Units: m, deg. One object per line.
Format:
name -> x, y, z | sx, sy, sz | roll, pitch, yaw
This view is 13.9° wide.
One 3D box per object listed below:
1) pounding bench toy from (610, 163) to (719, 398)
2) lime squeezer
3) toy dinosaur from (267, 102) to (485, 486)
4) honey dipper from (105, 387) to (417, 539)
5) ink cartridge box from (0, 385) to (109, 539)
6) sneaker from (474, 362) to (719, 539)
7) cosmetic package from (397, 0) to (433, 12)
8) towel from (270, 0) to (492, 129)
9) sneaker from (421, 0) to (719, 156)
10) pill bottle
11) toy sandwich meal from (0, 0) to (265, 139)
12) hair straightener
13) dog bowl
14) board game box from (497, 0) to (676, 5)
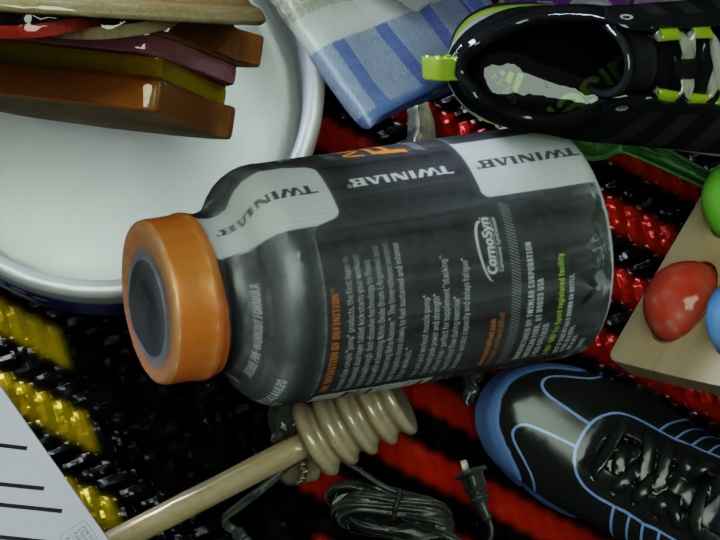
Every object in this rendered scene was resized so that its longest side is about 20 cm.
pounding bench toy -> 0.232, -0.008, 1.314 | 0.156, 0.124, 0.200 | 35, 80, -24
lime squeezer -> 0.103, -0.074, 1.375 | 0.200, 0.071, 0.038 | 22, 84, -30
toy dinosaur -> 0.025, 0.013, 1.368 | 0.088, 0.047, 0.200 | 21, 78, 6
honey dipper -> -0.069, 0.103, 1.333 | 0.200, 0.038, 0.038 | -29, 84, 8
ink cartridge box -> -0.187, 0.093, 1.308 | 0.094, 0.044, 0.200 | -35, 63, -7
sneaker -> 0.148, 0.099, 1.334 | 0.200, 0.078, 0.070 | 29, 80, -7
cosmetic package -> 0.051, -0.211, 1.276 | 0.113, 0.200, 0.081 | 32, 43, -33
towel -> -0.015, -0.165, 1.353 | 0.024, 0.147, 0.200 | -35, 86, 34
sneaker -> 0.127, -0.079, 1.247 | 0.200, 0.083, 0.072 | -2, 97, 9
pill bottle -> 0.000, 0.000, 1.276 | 0.200, 0.106, 0.106 | -9, 82, -23
toy sandwich meal -> -0.131, -0.090, 1.219 | 0.205, 0.205, 0.070 | 3, 95, -3
hair straightener -> 0.036, 0.124, 1.359 | 0.200, 0.041, 0.077 | 11, 81, 3
dog bowl -> -0.117, -0.081, 1.354 | 0.200, 0.079, 0.200 | 0, 81, -3
board game box -> 0.169, -0.125, 1.292 | 0.200, 0.120, 0.032 | 10, 57, -7
